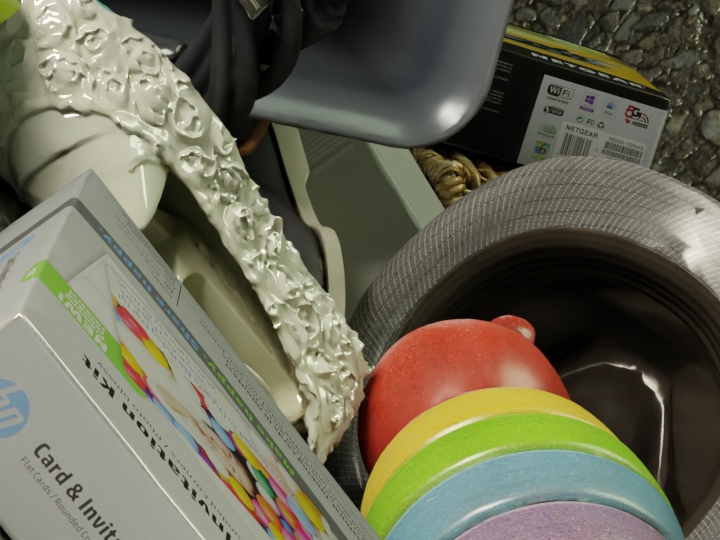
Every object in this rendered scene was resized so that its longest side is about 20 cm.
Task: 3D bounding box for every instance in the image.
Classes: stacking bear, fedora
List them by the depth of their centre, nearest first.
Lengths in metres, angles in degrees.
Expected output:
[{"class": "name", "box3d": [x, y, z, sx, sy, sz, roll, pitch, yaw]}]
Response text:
[{"class": "stacking bear", "box3d": [0.050, 0.088, 0.973, 0.114, 0.121, 0.200, 42, 13, -29]}, {"class": "fedora", "box3d": [0.076, 0.066, 1.119, 0.176, 0.200, 0.090, 23, -27, 11]}]

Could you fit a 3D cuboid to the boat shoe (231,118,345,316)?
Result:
[{"class": "boat shoe", "box3d": [-0.048, -0.002, 1.128, 0.063, 0.073, 0.200, 6, 31, -15]}]

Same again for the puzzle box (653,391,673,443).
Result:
[{"class": "puzzle box", "box3d": [0.138, 0.154, 1.201, 0.133, 0.025, 0.200, -116, -157, -52]}]

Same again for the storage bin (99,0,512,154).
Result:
[{"class": "storage bin", "box3d": [-0.055, -0.126, 1.126, 0.199, 0.146, 0.134, 11, 12, -18]}]

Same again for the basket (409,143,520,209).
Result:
[{"class": "basket", "box3d": [0.055, 0.009, 1.447, 0.149, 0.143, 0.200, 14, 11, -21]}]

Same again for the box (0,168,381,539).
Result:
[{"class": "box", "box3d": [-0.049, 0.059, 0.804, 0.156, 0.041, 0.200, 52, 8, -9]}]

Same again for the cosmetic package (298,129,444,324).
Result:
[{"class": "cosmetic package", "box3d": [0.000, 0.000, 1.257, 0.107, 0.090, 0.200, 48, 12, -43]}]

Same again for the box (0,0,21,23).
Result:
[{"class": "box", "box3d": [-0.177, -0.137, 0.886, 0.200, 0.048, 0.122, 55, 7, 14]}]

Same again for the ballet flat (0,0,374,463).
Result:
[{"class": "ballet flat", "box3d": [-0.062, -0.009, 0.963, 0.200, 0.072, 0.072, 50, 7, -25]}]

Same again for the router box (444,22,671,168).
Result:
[{"class": "router box", "box3d": [0.037, -0.097, 1.425, 0.199, 0.052, 0.157, 16, 10, -8]}]

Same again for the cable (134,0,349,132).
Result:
[{"class": "cable", "box3d": [-0.099, -0.129, 0.973, 0.200, 0.163, 0.051, 47, 47, -6]}]
